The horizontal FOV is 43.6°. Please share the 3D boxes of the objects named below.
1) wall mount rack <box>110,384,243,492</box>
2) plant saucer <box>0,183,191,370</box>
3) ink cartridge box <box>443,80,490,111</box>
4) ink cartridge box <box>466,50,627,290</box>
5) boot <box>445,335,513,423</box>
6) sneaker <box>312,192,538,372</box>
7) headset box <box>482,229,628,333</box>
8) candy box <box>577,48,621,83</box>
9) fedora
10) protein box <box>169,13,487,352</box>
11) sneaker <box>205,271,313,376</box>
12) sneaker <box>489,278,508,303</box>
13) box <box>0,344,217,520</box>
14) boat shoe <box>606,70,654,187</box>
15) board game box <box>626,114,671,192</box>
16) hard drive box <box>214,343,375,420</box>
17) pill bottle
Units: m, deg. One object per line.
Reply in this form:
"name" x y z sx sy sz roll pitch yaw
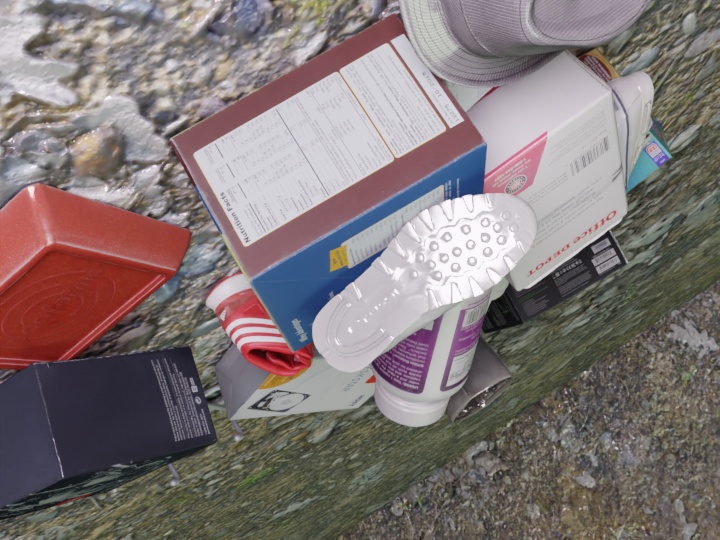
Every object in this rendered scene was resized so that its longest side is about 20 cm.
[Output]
"wall mount rack" -0.241 0.223 1.162 0.199 0.075 0.174 -36 159 8
"plant saucer" -0.257 0.023 0.738 0.199 0.037 0.200 -38 158 15
"ink cartridge box" 0.123 -0.226 0.720 0.200 0.057 0.163 -46 162 -10
"ink cartridge box" 0.168 -0.090 0.861 0.146 0.083 0.200 -35 145 -1
"boot" 0.081 0.114 1.192 0.181 0.201 0.072 -38 158 17
"sneaker" 0.051 0.005 0.715 0.199 0.077 0.080 -33 171 14
"headset box" 0.249 0.005 1.276 0.173 0.093 0.200 -28 176 -10
"candy box" 0.171 -0.140 0.945 0.199 0.056 0.116 -27 158 -11
"fedora" 0.130 -0.203 0.597 0.199 0.090 0.178 -30 130 -19
"protein box" -0.017 -0.061 0.744 0.199 0.136 0.199 -30 160 -5
"sneaker" -0.064 0.057 0.974 0.199 0.116 0.078 -12 153 -40
"sneaker" 0.133 0.008 1.067 0.200 0.077 0.100 -50 164 -49
"box" -0.277 0.160 0.868 0.199 0.105 0.181 -29 164 34
"boat shoe" 0.269 -0.136 0.929 0.069 0.071 0.200 -30 152 -2
"board game box" 0.281 -0.108 1.101 0.200 0.045 0.152 -41 -173 24
"hard drive box" -0.055 0.109 1.112 0.199 0.077 0.156 0 146 -36
"pill bottle" 0.067 0.064 0.936 0.112 0.112 0.201 -18 135 -32
